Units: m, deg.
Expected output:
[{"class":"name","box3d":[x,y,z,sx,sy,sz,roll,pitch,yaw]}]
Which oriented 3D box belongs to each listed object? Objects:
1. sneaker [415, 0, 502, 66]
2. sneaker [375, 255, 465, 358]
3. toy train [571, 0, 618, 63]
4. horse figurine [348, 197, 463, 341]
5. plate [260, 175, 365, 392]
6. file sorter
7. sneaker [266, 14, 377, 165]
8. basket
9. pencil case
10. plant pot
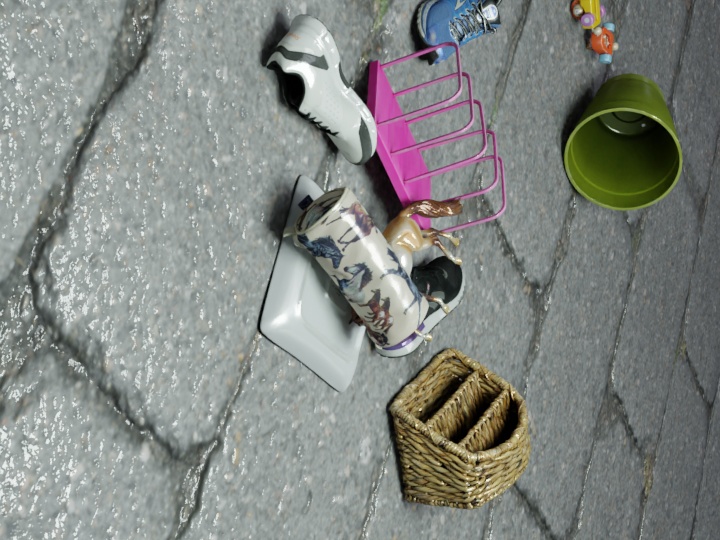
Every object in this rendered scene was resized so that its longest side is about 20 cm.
[{"class":"sneaker","box3d":[0.142,-0.352,1.715,0.201,0.088,0.079,-56,134,-42]},{"class":"sneaker","box3d":[0.078,0.022,1.618,0.200,0.075,0.089,-50,135,-46]},{"class":"toy train","box3d":[0.415,-0.477,2.204,0.150,0.055,0.204,5,89,-60]},{"class":"horse figurine","box3d":[0.061,-0.006,1.533,0.131,0.050,0.203,24,77,-25]},{"class":"plate","box3d":[-0.035,0.019,1.480,0.199,0.032,0.203,42,54,-50]},{"class":"file sorter","box3d":[0.101,-0.165,1.578,0.140,0.124,0.201,-87,156,-48]},{"class":"sneaker","box3d":[-0.048,-0.194,1.438,0.080,0.073,0.201,-51,130,-25]},{"class":"basket","box3d":[0.147,0.209,1.674,0.200,0.141,0.151,-34,120,-54]},{"class":"pencil case","box3d":[0.000,0.000,1.417,0.201,0.089,0.078,54,22,-25]},{"class":"plant pot","box3d":[0.467,-0.243,2.181,0.194,0.197,0.202,-69,144,-51]}]
